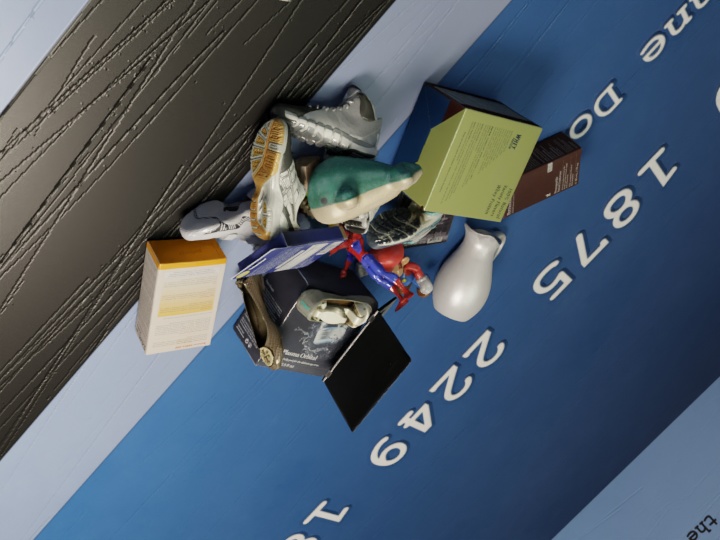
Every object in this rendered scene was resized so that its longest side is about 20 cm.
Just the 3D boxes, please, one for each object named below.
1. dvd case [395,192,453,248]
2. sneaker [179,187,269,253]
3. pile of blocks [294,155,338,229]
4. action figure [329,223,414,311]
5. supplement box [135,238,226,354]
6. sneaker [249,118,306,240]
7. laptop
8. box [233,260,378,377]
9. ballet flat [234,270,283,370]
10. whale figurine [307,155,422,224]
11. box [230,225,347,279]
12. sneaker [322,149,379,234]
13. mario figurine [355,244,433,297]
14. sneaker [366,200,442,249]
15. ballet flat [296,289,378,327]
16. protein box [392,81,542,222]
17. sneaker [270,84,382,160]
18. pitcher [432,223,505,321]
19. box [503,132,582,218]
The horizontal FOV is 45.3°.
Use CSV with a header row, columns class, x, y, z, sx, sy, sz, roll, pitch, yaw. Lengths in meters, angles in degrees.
class,x,y,z,sx,sy,sz,roll,pitch,yaw
dvd case,0.135,-0.133,1.746,0.147,0.016,0.202,-9,132,-29
sneaker,-0.213,-0.067,1.500,0.198,0.075,0.116,-22,134,-24
pile of blocks,-0.094,-0.119,1.546,0.201,0.061,0.083,71,33,-45
action figure,0.000,0.000,1.633,0.099,0.201,0.065,-33,167,-26
supplement box,-0.319,0.043,1.523,0.125,0.074,0.202,-6,129,-33
sneaker,-0.132,-0.153,1.437,0.087,0.075,0.202,-7,113,-39
laptop,0.027,0.175,1.659,0.188,0.116,0.200,-52,172,20
box,-0.107,0.089,1.689,0.196,0.118,0.201,16,114,-44
ballet flat,-0.188,0.087,1.580,0.046,0.202,0.067,-4,163,-43
whale figurine,0.001,-0.151,1.439,0.198,0.105,0.159,-17,-169,28
box,-0.126,-0.032,1.490,0.121,0.033,0.199,-31,169,35
sneaker,-0.012,-0.166,1.577,0.081,0.075,0.201,-46,139,-32
mario figurine,0.069,0.015,1.754,0.123,0.107,0.200,-30,149,15
sneaker,0.091,-0.078,1.674,0.199,0.078,0.087,-29,148,-32
ballet flat,-0.032,0.080,1.600,0.199,0.064,0.068,11,114,-43
protein box,0.192,-0.217,1.605,0.198,0.135,0.200,5,117,-36
sneaker,-0.051,-0.268,1.459,0.198,0.075,0.117,21,79,-23
pitcher,0.247,0.003,1.887,0.171,0.121,0.202,0,116,-55
box,0.363,-0.201,1.812,0.198,0.075,0.101,-24,137,-15
